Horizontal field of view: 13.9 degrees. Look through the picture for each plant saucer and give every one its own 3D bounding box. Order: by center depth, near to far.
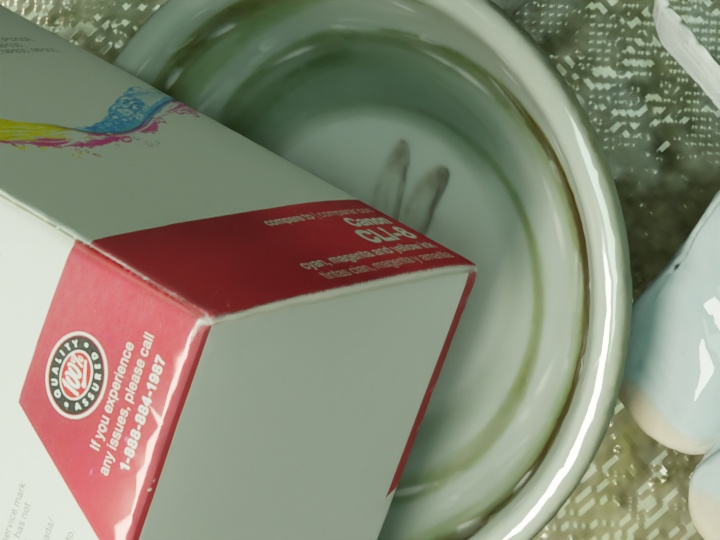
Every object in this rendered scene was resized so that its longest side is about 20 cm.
[{"bbox_3d":[0.000,0.000,0.907,0.199,0.050,0.201,4,98,30],"label":"plant saucer"}]

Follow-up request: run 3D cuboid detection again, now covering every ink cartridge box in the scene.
[{"bbox_3d":[-0.101,0.024,0.855,0.199,0.144,0.146,30,111,26],"label":"ink cartridge box"}]

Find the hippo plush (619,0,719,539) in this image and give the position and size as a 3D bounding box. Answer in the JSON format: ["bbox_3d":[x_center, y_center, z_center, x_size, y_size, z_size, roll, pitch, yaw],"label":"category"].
[{"bbox_3d":[0.177,0.002,0.877,0.159,0.160,0.201,-38,67,48],"label":"hippo plush"}]

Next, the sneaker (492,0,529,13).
[{"bbox_3d":[-0.001,-0.142,0.896,0.080,0.070,0.201,-45,130,-30],"label":"sneaker"}]
